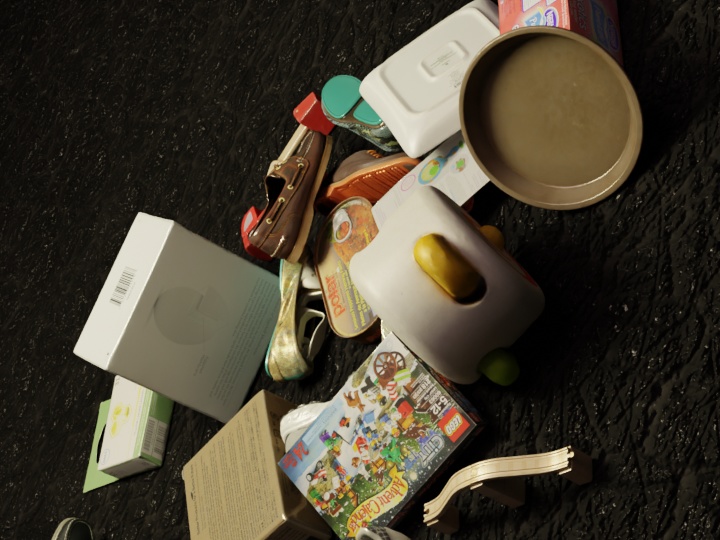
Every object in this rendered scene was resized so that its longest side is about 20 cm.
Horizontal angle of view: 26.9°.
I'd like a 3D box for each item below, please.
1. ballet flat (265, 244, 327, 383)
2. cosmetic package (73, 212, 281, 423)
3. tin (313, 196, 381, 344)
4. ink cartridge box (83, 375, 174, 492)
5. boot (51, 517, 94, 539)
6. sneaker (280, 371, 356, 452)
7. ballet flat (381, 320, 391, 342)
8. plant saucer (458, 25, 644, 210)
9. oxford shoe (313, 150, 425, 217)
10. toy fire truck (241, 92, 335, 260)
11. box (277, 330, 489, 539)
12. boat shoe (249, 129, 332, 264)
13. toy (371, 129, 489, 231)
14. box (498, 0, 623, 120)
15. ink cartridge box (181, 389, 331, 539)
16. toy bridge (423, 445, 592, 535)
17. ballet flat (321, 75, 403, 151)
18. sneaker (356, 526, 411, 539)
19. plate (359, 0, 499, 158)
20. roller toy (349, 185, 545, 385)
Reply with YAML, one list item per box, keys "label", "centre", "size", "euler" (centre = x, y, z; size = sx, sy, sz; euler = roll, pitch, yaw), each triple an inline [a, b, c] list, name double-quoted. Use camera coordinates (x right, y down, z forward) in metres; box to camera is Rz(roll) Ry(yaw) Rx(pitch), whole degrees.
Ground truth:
- label: "ballet flat"
  centre: [-0.069, 0.045, 1.852]
  size: [0.070, 0.070, 0.201]
  euler: [-23, 48, 44]
- label: "cosmetic package"
  centre: [-0.223, 0.062, 1.916]
  size: [0.123, 0.199, 0.201]
  euler: [15, 78, 59]
- label: "tin"
  centre: [0.000, 0.000, 1.798]
  size: [0.112, 0.042, 0.201]
  euler: [-39, 43, 24]
- label: "ink cartridge box"
  centre: [-0.336, 0.219, 2.098]
  size: [0.199, 0.048, 0.147]
  euler: [-22, 51, 42]
- label: "boot"
  centre: [-0.342, 0.409, 1.947]
  size: [0.153, 0.073, 0.205]
  euler: [-24, 52, 40]
- label: "sneaker"
  centre: [-0.006, 0.169, 1.655]
  size: [0.200, 0.074, 0.080]
  euler: [-35, 44, 31]
- label: "ballet flat"
  centre: [0.058, 0.022, 1.655]
  size: [0.069, 0.069, 0.201]
  euler: [33, 104, 57]
- label: "plant saucer"
  centre: [0.197, -0.158, 1.541]
  size: [0.200, 0.201, 0.029]
  euler: [-31, 8, 38]
- label: "oxford shoe"
  centre: [0.014, -0.122, 1.848]
  size: [0.199, 0.071, 0.073]
  euler: [-15, 50, 49]
- label: "toy fire truck"
  centre: [-0.094, -0.125, 2.015]
  size: [0.200, 0.049, 0.141]
  euler: [-48, 35, 21]
- label: "box"
  centre: [0.022, 0.182, 1.580]
  size: [0.137, 0.038, 0.200]
  euler: [47, 108, 21]
- label: "boat shoe"
  centre: [-0.086, -0.103, 1.872]
  size: [0.071, 0.070, 0.201]
  euler: [124, 165, -50]
- label: "toy"
  centre: [0.106, -0.094, 1.721]
  size: [0.200, 0.047, 0.115]
  euler: [-44, 33, 19]
- label: "box"
  centre: [0.219, -0.246, 1.633]
  size: [0.102, 0.094, 0.201]
  euler: [-32, 43, 37]
- label: "ink cartridge box"
  centre: [-0.124, 0.268, 1.745]
  size: [0.165, 0.075, 0.201]
  euler: [-45, 37, 26]
- label: "toy bridge"
  centre: [0.132, 0.207, 1.447]
  size: [0.199, 0.067, 0.027]
  euler: [-30, 44, 40]
- label: "ballet flat"
  centre: [0.010, -0.193, 1.905]
  size: [0.075, 0.074, 0.200]
  euler: [-57, 30, 6]
- label: "sneaker"
  centre: [0.022, 0.353, 1.480]
  size: [0.076, 0.080, 0.201]
  euler: [-28, 47, 38]
- label: "plate"
  centre: [0.104, -0.239, 1.779]
  size: [0.199, 0.032, 0.200]
  euler: [-34, 37, 1]
- label: "roller toy"
  centre: [0.091, 0.008, 1.529]
  size: [0.140, 0.200, 0.183]
  euler: [-46, 37, 8]
